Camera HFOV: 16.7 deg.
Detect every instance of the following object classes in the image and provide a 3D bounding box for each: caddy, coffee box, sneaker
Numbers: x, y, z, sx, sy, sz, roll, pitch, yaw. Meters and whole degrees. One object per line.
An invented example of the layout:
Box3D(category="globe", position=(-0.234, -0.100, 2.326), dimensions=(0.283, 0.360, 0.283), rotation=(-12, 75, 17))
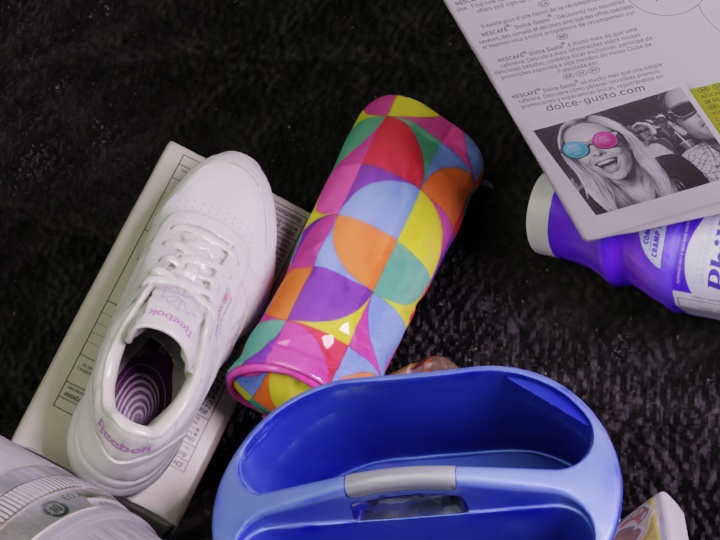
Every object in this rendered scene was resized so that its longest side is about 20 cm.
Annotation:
Box3D(category="caddy", position=(0.030, 0.121, 1.185), dimensions=(0.200, 0.105, 0.142), rotation=(-6, 58, 13))
Box3D(category="coffee box", position=(0.174, -0.167, 1.222), dimensions=(0.200, 0.198, 0.200), rotation=(-11, 47, 25))
Box3D(category="sneaker", position=(-0.088, 0.021, 1.286), dimensions=(0.075, 0.100, 0.200), rotation=(23, 66, -5))

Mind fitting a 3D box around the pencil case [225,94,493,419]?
Box3D(category="pencil case", position=(0.000, 0.000, 1.333), dimensions=(0.088, 0.088, 0.200), rotation=(8, 55, 30))

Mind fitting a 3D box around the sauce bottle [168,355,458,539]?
Box3D(category="sauce bottle", position=(-0.026, 0.115, 1.362), dimensions=(0.200, 0.066, 0.066), rotation=(-30, 64, 19))

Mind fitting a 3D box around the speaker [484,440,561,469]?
Box3D(category="speaker", position=(0.038, 0.155, 1.307), dimensions=(0.200, 0.081, 0.081), rotation=(-37, 62, 14))

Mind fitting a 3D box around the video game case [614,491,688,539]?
Box3D(category="video game case", position=(0.090, 0.205, 1.216), dimensions=(0.182, 0.200, 0.023), rotation=(-38, 102, 14))

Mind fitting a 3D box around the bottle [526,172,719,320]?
Box3D(category="bottle", position=(0.184, -0.017, 1.285), dimensions=(0.200, 0.065, 0.084), rotation=(11, 83, 30))

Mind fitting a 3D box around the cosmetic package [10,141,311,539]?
Box3D(category="cosmetic package", position=(-0.110, 0.042, 1.366), dimensions=(0.105, 0.071, 0.200), rotation=(29, 67, -4))

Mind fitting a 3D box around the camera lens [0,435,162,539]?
Box3D(category="camera lens", position=(-0.205, 0.163, 1.253), dimensions=(0.200, 0.160, 0.160), rotation=(23, 88, 31))
